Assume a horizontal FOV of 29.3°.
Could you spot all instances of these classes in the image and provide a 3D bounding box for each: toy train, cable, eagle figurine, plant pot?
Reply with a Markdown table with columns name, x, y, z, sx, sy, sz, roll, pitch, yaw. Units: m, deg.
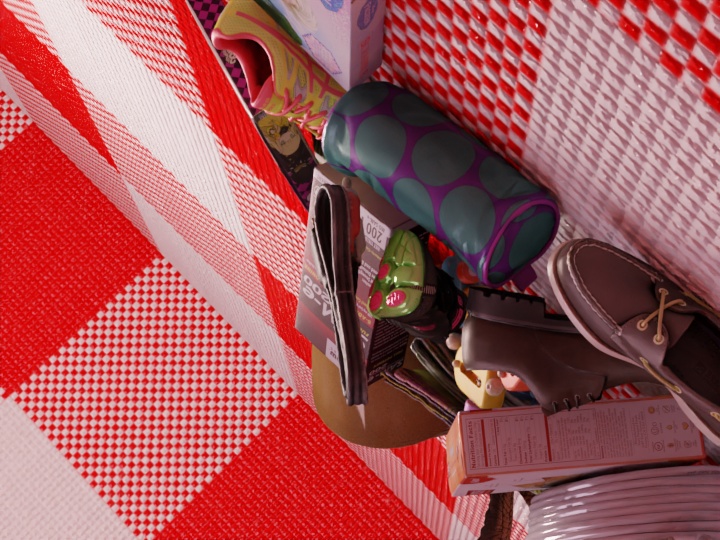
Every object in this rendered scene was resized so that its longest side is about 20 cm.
| name | x | y | z | sx | sy | sz | roll | pitch | yaw |
| --- | --- | --- | --- | --- | --- | --- | --- | --- | --- |
| toy train | 0.121 | 0.041 | 1.180 | 0.151 | 0.055 | 0.202 | 112 | 150 | -41 |
| cable | -0.005 | 0.008 | 1.101 | 0.098 | 0.050 | 0.202 | 101 | 160 | -46 |
| cable | 0.235 | 0.210 | 1.160 | 0.198 | 0.070 | 0.199 | -14 | 163 | 36 |
| eagle figurine | 0.178 | 0.252 | 1.563 | 0.150 | 0.150 | 0.202 | 19 | -132 | -61 |
| plant pot | 0.022 | 0.055 | 1.476 | 0.186 | 0.185 | 0.202 | 37 | 152 | 38 |

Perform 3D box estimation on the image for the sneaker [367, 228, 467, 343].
| name | x | y | z | sx | sy | sz | roll | pitch | yaw |
| --- | --- | --- | --- | --- | --- | --- | --- | --- | --- |
| sneaker | 0.052 | 0.016 | 1.131 | 0.083 | 0.078 | 0.200 | 21 | 179 | 2 |

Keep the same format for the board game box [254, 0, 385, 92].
| name | x | y | z | sx | sy | sz | roll | pitch | yaw |
| --- | --- | --- | --- | --- | --- | --- | --- | --- | --- |
| board game box | -0.062 | -0.251 | 1.040 | 0.199 | 0.041 | 0.200 | 45 | 168 | 11 |

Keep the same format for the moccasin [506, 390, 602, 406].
| name | x | y | z | sx | sy | sz | roll | pitch | yaw |
| --- | --- | --- | --- | --- | --- | --- | --- | --- | --- |
| moccasin | 0.162 | 0.086 | 1.252 | 0.200 | 0.079 | 0.069 | -132 | 39 | -63 |

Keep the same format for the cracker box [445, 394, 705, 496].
| name | x | y | z | sx | sy | sz | roll | pitch | yaw |
| --- | --- | --- | --- | --- | --- | --- | --- | --- | --- |
| cracker box | 0.174 | 0.149 | 1.156 | 0.134 | 0.197 | 0.059 | 92 | 174 | -75 |

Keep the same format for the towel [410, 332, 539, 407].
| name | x | y | z | sx | sy | sz | roll | pitch | yaw |
| --- | --- | --- | --- | --- | --- | --- | --- | --- | --- |
| towel | 0.151 | 0.132 | 1.396 | 0.171 | 0.048 | 0.199 | 41 | -172 | 34 |

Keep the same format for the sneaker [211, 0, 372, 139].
| name | x | y | z | sx | sy | sz | roll | pitch | yaw |
| --- | --- | --- | --- | --- | --- | --- | --- | --- | --- |
| sneaker | -0.054 | -0.153 | 1.176 | 0.200 | 0.090 | 0.078 | 48 | 147 | -11 |

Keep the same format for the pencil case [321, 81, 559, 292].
| name | x | y | z | sx | sy | sz | roll | pitch | yaw |
| --- | --- | --- | --- | --- | --- | --- | --- | --- | --- |
| pencil case | 0.062 | -0.070 | 1.088 | 0.200 | 0.085 | 0.093 | 40 | 152 | 32 |

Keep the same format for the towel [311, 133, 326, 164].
| name | x | y | z | sx | sy | sz | roll | pitch | yaw |
| --- | --- | --- | --- | --- | --- | --- | --- | --- | --- |
| towel | 0.005 | -0.112 | 1.315 | 0.152 | 0.023 | 0.200 | 43 | 166 | 17 |

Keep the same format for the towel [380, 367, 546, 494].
| name | x | y | z | sx | sy | sz | roll | pitch | yaw |
| --- | --- | --- | --- | --- | --- | --- | --- | --- | --- |
| towel | 0.116 | 0.155 | 1.333 | 0.199 | 0.023 | 0.143 | 36 | -176 | 18 |

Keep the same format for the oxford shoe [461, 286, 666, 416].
| name | x | y | z | sx | sy | sz | roll | pitch | yaw |
| --- | --- | --- | --- | --- | --- | --- | --- | --- | --- |
| oxford shoe | 0.172 | 0.072 | 1.042 | 0.197 | 0.086 | 0.073 | 12 | -177 | 18 |

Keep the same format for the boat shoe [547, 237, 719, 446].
| name | x | y | z | sx | sy | sz | roll | pitch | yaw |
| --- | --- | --- | --- | --- | --- | --- | --- | --- | --- |
| boat shoe | 0.217 | 0.046 | 0.957 | 0.200 | 0.072 | 0.060 | 44 | 162 | -1 |

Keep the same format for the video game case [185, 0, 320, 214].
| name | x | y | z | sx | sy | sz | roll | pitch | yaw |
| --- | --- | --- | --- | --- | --- | --- | --- | --- | --- |
| video game case | -0.092 | -0.158 | 1.332 | 0.201 | 0.036 | 0.182 | 60 | 180 | 40 |

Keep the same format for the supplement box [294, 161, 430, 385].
| name | x | y | z | sx | sy | sz | roll | pitch | yaw |
| --- | --- | --- | --- | --- | --- | --- | --- | --- | --- |
| supplement box | 0.000 | 0.000 | 1.297 | 0.109 | 0.060 | 0.202 | 39 | 139 | 31 |
